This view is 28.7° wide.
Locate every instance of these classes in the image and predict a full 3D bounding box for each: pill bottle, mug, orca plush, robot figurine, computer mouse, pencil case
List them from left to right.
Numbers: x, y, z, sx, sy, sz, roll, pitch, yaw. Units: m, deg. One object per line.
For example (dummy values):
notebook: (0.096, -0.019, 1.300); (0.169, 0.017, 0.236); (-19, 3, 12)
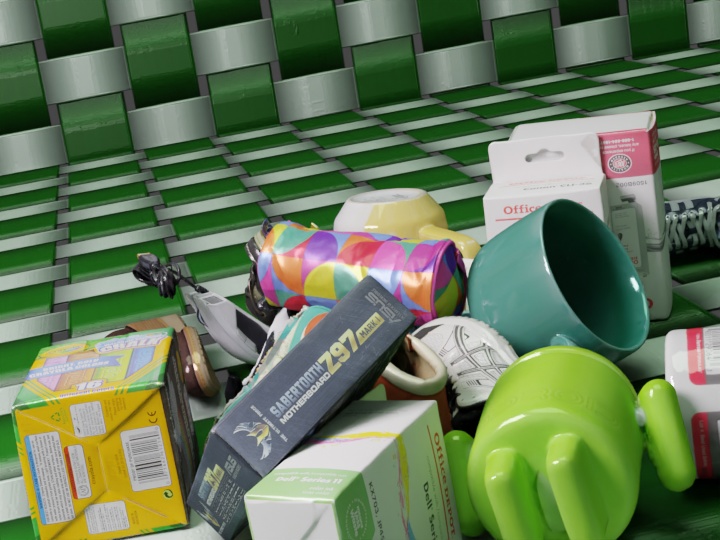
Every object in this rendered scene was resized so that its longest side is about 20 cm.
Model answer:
computer mouse: (-0.145, 0.050, 1.420); (0.044, 0.200, 0.110); (-59, 29, -9)
orca plush: (-0.055, 0.066, 1.325); (0.071, 0.106, 0.200); (-17, 8, 38)
pencil case: (0.000, 0.000, 1.279); (0.199, 0.089, 0.088); (10, 22, 29)
mug: (0.052, -0.003, 1.437); (0.185, 0.154, 0.149); (-2, 12, 18)
mug: (0.159, 0.032, 1.242); (0.114, 0.153, 0.185); (-33, -6, 35)
robot figurine: (0.137, 0.124, 0.978); (0.175, 0.116, 0.200); (-19, 13, 18)
pill bottle: (0.323, 0.090, 1.009); (0.199, 0.111, 0.111); (-5, 15, 15)

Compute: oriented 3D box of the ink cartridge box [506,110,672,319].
ink cartridge box: (0.236, -0.050, 1.425); (0.146, 0.201, 0.083); (-5, 18, 16)

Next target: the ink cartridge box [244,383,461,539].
ink cartridge box: (0.010, 0.159, 0.925); (0.067, 0.118, 0.200); (-4, 16, 27)

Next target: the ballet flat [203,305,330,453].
ballet flat: (-0.069, 0.115, 1.222); (0.075, 0.064, 0.200); (29, 54, 12)

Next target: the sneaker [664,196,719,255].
sneaker: (0.370, -0.044, 1.582); (0.199, 0.071, 0.108); (-14, 13, -28)

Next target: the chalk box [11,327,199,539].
chalk box: (-0.206, 0.127, 1.170); (0.123, 0.125, 0.200); (-9, 13, -2)

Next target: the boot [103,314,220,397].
boot: (-0.235, 0.112, 1.407); (0.166, 0.073, 0.200); (-25, 19, -13)

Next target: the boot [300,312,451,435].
boot: (0.013, 0.073, 1.146); (0.075, 0.108, 0.200); (-20, 39, -24)

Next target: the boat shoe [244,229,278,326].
boat shoe: (-0.087, 0.027, 1.455); (0.066, 0.072, 0.201); (-29, -27, 0)

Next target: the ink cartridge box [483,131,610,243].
ink cartridge box: (0.184, -0.026, 1.360); (0.116, 0.201, 0.068); (-5, 15, 15)

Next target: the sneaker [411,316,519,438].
sneaker: (0.095, 0.099, 1.148); (0.087, 0.076, 0.199); (-26, 33, -34)

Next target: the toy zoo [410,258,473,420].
toy zoo: (0.043, 0.053, 1.293); (0.130, 0.021, 0.201); (-6, 48, 11)

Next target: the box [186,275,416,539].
box: (-0.047, 0.103, 0.999); (0.158, 0.051, 0.200); (-46, -8, -24)
